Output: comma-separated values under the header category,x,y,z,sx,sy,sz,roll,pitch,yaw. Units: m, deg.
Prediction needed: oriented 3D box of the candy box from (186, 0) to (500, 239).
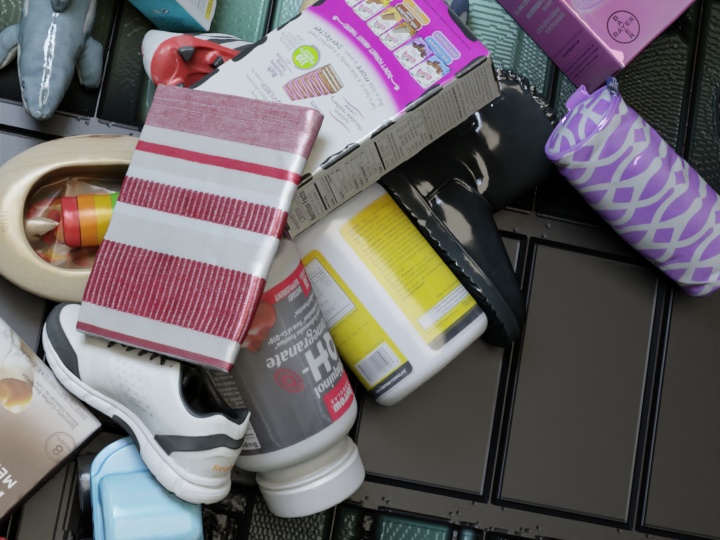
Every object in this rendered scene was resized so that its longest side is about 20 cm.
category,x,y,z,sx,sy,sz,roll,pitch,yaw
candy box,-0.013,-0.135,1.324,0.200,0.061,0.136,-34,58,-6

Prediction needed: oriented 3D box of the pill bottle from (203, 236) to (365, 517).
category,x,y,z,sx,sy,sz,roll,pitch,yaw
pill bottle,-0.068,0.084,1.328,0.111,0.111,0.200,-26,109,-15

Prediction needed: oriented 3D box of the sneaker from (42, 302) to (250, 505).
category,x,y,z,sx,sy,sz,roll,pitch,yaw
sneaker,-0.154,0.081,1.286,0.200,0.074,0.080,40,118,22

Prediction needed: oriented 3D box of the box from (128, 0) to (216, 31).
category,x,y,z,sx,sy,sz,roll,pitch,yaw
box,-0.176,-0.267,1.355,0.049,0.200,0.082,3,70,28

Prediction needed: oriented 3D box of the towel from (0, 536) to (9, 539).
category,x,y,z,sx,sy,sz,roll,pitch,yaw
towel,-0.338,0.249,1.311,0.200,0.022,0.145,27,77,-3

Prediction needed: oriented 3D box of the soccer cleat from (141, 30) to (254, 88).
category,x,y,z,sx,sy,sz,roll,pitch,yaw
soccer cleat,-0.085,-0.158,1.418,0.200,0.085,0.069,9,110,-28

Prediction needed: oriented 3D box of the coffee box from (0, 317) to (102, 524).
category,x,y,z,sx,sy,sz,roll,pitch,yaw
coffee box,-0.305,0.087,1.318,0.114,0.080,0.200,-43,89,-15

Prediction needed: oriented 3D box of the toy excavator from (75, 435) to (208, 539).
category,x,y,z,sx,sy,sz,roll,pitch,yaw
toy excavator,-0.151,0.212,1.262,0.100,0.200,0.195,-3,80,-11

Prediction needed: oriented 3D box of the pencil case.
category,x,y,z,sx,sy,sz,roll,pitch,yaw
pencil case,0.237,-0.065,1.429,0.084,0.086,0.200,-40,110,18

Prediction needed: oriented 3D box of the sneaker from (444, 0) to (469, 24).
category,x,y,z,sx,sy,sz,roll,pitch,yaw
sneaker,0.055,-0.167,1.416,0.070,0.082,0.200,52,53,-32

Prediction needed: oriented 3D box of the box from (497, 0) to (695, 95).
category,x,y,z,sx,sy,sz,roll,pitch,yaw
box,0.200,-0.284,1.480,0.176,0.097,0.200,-42,89,-15

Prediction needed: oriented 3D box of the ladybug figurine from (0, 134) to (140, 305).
category,x,y,z,sx,sy,sz,roll,pitch,yaw
ladybug figurine,-0.202,-0.036,1.366,0.200,0.072,0.136,0,80,-11

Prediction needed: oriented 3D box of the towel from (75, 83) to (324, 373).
category,x,y,z,sx,sy,sz,roll,pitch,yaw
towel,-0.117,-0.034,1.263,0.144,0.023,0.200,13,78,29

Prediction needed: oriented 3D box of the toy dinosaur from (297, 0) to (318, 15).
category,x,y,z,sx,sy,sz,roll,pitch,yaw
toy dinosaur,-0.015,-0.264,1.434,0.101,0.058,0.200,35,54,18

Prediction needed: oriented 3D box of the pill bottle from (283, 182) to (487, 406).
category,x,y,z,sx,sy,sz,roll,pitch,yaw
pill bottle,0.000,0.000,1.378,0.112,0.112,0.200,-38,88,-15

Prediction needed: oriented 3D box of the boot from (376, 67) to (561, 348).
category,x,y,z,sx,sy,sz,roll,pitch,yaw
boot,0.113,-0.058,1.437,0.162,0.073,0.198,-38,90,-21

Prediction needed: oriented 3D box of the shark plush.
category,x,y,z,sx,sy,sz,roll,pitch,yaw
shark plush,-0.224,-0.217,1.368,0.091,0.083,0.200,24,96,-9
